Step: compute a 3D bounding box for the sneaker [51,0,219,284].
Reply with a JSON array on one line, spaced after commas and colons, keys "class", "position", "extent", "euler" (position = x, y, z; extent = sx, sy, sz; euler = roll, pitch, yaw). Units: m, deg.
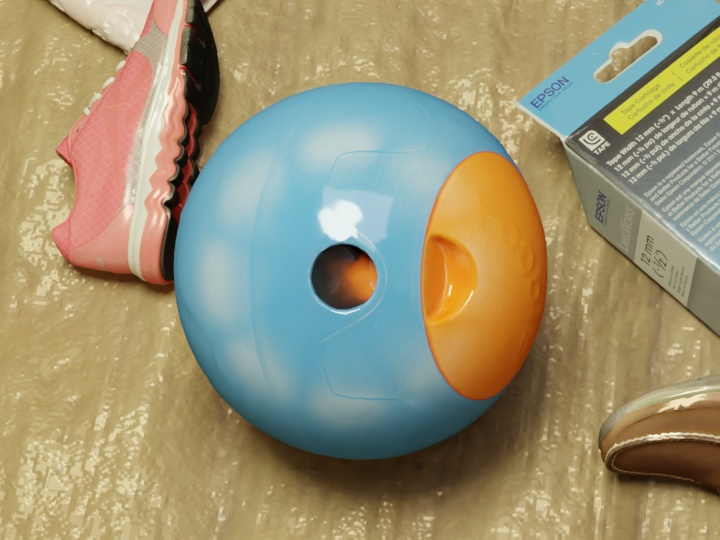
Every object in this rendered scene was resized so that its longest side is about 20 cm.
[{"class": "sneaker", "position": [-0.138, -0.090, 1.197], "extent": [0.087, 0.074, 0.200], "euler": [2, 66, 11]}]

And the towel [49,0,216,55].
[{"class": "towel", "position": [-0.154, -0.245, 1.319], "extent": [0.200, 0.032, 0.191], "euler": [34, 65, 19]}]

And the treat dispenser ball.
[{"class": "treat dispenser ball", "position": [0.000, 0.000, 1.069], "extent": [0.201, 0.201, 0.201], "euler": [-1, 59, 2]}]

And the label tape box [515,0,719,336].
[{"class": "label tape box", "position": [0.209, -0.063, 1.178], "extent": [0.143, 0.066, 0.200], "euler": [-38, 63, -19]}]

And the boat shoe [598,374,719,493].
[{"class": "boat shoe", "position": [0.229, 0.101, 1.076], "extent": [0.200, 0.076, 0.072], "euler": [-1, 61, 4]}]
